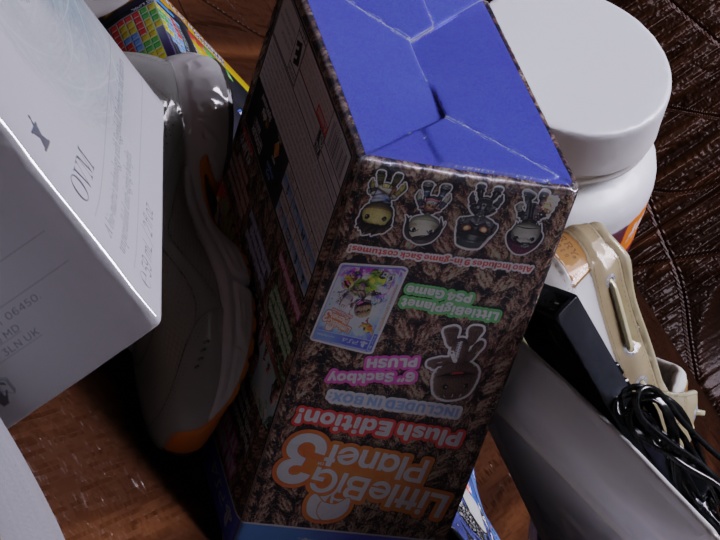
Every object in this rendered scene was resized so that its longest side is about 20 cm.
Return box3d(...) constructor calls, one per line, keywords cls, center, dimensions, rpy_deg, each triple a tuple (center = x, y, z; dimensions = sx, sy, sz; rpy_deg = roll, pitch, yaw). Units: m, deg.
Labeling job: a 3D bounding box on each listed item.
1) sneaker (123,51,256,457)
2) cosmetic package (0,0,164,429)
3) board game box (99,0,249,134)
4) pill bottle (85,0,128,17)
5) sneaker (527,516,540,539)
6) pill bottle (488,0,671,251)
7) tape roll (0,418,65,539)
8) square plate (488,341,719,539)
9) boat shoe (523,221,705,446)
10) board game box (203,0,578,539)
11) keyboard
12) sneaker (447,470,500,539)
box3d(cls="sneaker", center=(-0.103, -0.011, 1.279), dimensions=(0.091, 0.076, 0.201), rpy_deg=(10, 52, -26))
box3d(cls="cosmetic package", center=(-0.165, -0.064, 0.951), dimensions=(0.200, 0.123, 0.200), rpy_deg=(52, 11, -20))
box3d(cls="board game box", center=(-0.061, -0.035, 1.548), dimensions=(0.200, 0.057, 0.166), rpy_deg=(46, 14, -48))
box3d(cls="pill bottle", center=(-0.157, -0.214, 1.474), dimensions=(0.114, 0.113, 0.200), rpy_deg=(50, 12, -32))
box3d(cls="sneaker", center=(0.135, 0.172, 1.446), dimensions=(0.085, 0.077, 0.201), rpy_deg=(94, -18, -59))
box3d(cls="pill bottle", center=(0.074, -0.029, 1.406), dimensions=(0.201, 0.113, 0.115), rpy_deg=(108, -36, -47))
box3d(cls="tape roll", center=(-0.150, 0.063, 0.787), dimensions=(0.201, 0.066, 0.200), rpy_deg=(54, 10, -14))
box3d(cls="square plate", center=(0.117, 0.127, 1.288), dimensions=(0.198, 0.028, 0.201), rpy_deg=(44, -15, 47))
box3d(cls="boat shoe", center=(0.122, 0.068, 1.358), dimensions=(0.075, 0.068, 0.201), rpy_deg=(38, -20, 56))
box3d(cls="board game box", center=(0.000, 0.000, 1.278), dimensions=(0.096, 0.201, 0.160), rpy_deg=(8, 32, -19))
box3d(cls="keyboard", center=(0.132, 0.083, 1.262), dimensions=(0.201, 0.040, 0.104), rpy_deg=(58, -10, -22))
box3d(cls="sneaker", center=(0.026, 0.116, 1.452), dimensions=(0.201, 0.075, 0.078), rpy_deg=(57, 13, 9))
